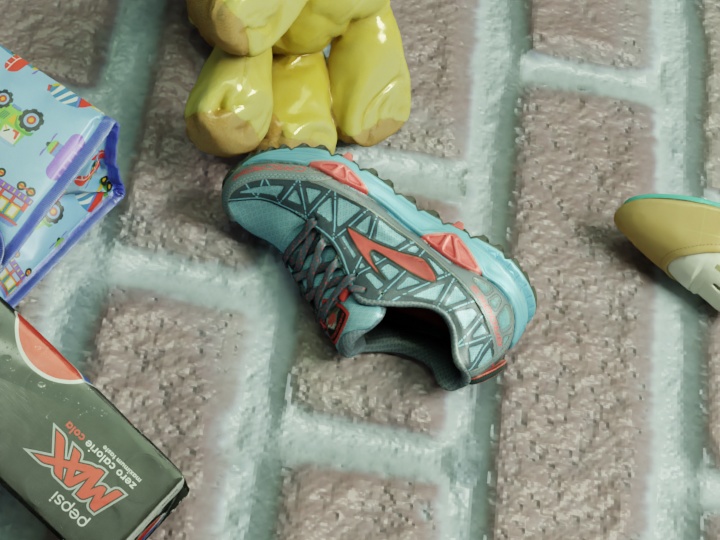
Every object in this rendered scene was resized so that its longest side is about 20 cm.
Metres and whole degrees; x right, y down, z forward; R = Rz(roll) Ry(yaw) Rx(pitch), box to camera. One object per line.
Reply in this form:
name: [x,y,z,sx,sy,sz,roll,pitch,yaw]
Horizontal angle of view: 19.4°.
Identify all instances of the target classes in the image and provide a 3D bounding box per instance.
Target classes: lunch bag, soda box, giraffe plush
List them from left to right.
lunch bag: [-0.254,-0.032,1.202,0.150,0.094,0.200,32,67,12]
soda box: [-0.183,0.068,1.105,0.200,0.063,0.071,42,80,6]
giraffe plush: [-0.061,-0.178,1.303,0.172,0.201,0.162,9,18,-43]

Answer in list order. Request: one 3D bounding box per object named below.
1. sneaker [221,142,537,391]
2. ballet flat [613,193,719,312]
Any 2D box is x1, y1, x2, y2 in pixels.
sneaker: [0.000,0.000,1.219,0.199,0.080,0.096,26,55,9]
ballet flat: [0.249,0.002,1.275,0.198,0.069,0.064,11,66,-1]
